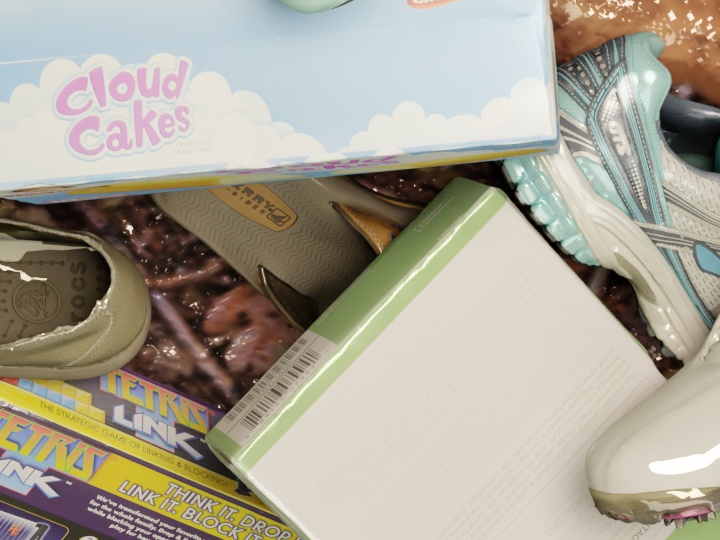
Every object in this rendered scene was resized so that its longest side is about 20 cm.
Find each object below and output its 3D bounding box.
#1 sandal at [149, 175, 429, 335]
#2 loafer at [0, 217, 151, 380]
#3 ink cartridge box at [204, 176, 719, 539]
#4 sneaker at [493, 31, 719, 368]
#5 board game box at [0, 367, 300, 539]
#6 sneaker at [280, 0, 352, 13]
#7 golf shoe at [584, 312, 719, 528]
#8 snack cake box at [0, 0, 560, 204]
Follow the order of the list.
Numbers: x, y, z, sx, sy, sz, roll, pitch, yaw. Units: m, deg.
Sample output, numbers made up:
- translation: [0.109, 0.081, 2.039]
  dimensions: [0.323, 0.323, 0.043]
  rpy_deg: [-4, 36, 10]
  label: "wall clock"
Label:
- translation: [0.000, 0.000, 0.983]
  dimensions: [0.200, 0.055, 0.082]
  rpy_deg: [33, 121, -28]
  label: "sandal"
- translation: [-0.178, 0.007, 0.954]
  dimensions: [0.200, 0.076, 0.068]
  rpy_deg: [-5, 160, -13]
  label: "loafer"
- translation: [0.060, 0.084, 0.960]
  dimensions: [0.146, 0.048, 0.200]
  rpy_deg: [-46, 108, -8]
  label: "ink cartridge box"
- translation: [0.140, -0.015, 0.969]
  dimensions: [0.086, 0.078, 0.200]
  rpy_deg: [-37, 124, 20]
  label: "sneaker"
- translation: [-0.116, 0.123, 1.080]
  dimensions: [0.200, 0.057, 0.165]
  rpy_deg: [26, 122, -25]
  label: "board game box"
- translation: [-0.002, -0.191, 0.775]
  dimensions: [0.140, 0.078, 0.200]
  rpy_deg: [39, 78, -21]
  label: "sneaker"
- translation: [0.159, 0.024, 0.927]
  dimensions: [0.200, 0.073, 0.092]
  rpy_deg: [-29, 104, -21]
  label: "golf shoe"
- translation: [-0.031, -0.066, 0.870]
  dimensions: [0.200, 0.115, 0.067]
  rpy_deg: [-5, 91, 5]
  label: "snack cake box"
